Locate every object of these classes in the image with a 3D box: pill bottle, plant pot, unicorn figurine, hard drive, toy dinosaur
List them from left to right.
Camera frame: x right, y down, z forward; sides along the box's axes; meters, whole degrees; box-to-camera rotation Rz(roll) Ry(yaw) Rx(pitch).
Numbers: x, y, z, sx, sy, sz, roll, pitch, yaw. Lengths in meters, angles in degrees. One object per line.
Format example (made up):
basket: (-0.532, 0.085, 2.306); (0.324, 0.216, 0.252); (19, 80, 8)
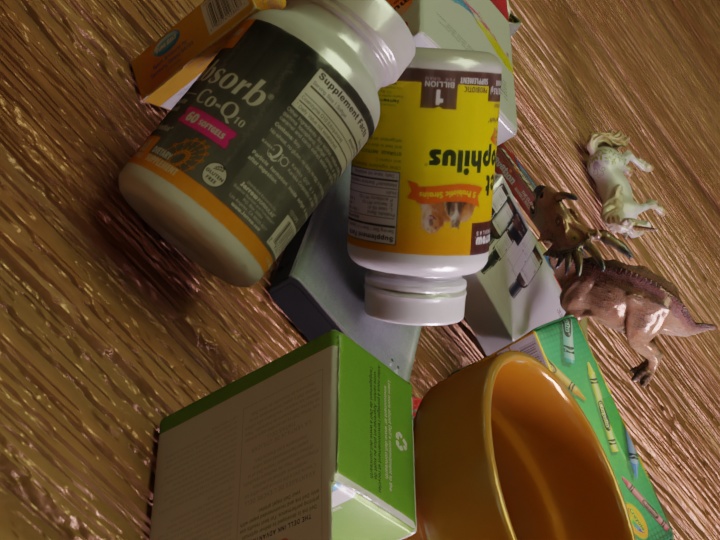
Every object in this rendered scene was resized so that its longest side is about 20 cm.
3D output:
pill bottle: (-0.058, -0.098, 0.844); (0.116, 0.116, 0.200); (44, 76, -29)
hard drive: (0.000, 0.000, 1.037); (0.140, 0.033, 0.201); (49, 31, -22)
pill bottle: (0.046, -0.065, 0.956); (0.109, 0.109, 0.202); (-14, 109, -61)
plant pot: (0.053, 0.176, 0.804); (0.200, 0.182, 0.201); (43, 33, -38)
toy dinosaur: (0.225, 0.018, 1.101); (0.199, 0.136, 0.086); (19, 44, 0)
unicorn figurine: (0.341, -0.096, 1.647); (0.137, 0.074, 0.201); (6, 46, -46)

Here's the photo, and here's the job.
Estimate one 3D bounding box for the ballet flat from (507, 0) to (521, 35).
ballet flat: (0.124, -0.361, 1.520); (0.200, 0.063, 0.067); (53, 30, -15)

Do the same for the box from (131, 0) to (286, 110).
box: (-0.063, -0.152, 0.976); (0.199, 0.119, 0.042); (12, 52, -55)

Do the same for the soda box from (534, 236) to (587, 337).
soda box: (0.141, -0.003, 1.235); (0.200, 0.064, 0.068); (46, 32, -28)

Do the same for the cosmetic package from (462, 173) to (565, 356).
cosmetic package: (0.131, 0.015, 1.145); (0.083, 0.050, 0.201); (-50, 125, -26)

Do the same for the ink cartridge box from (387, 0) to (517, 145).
ink cartridge box: (0.043, -0.196, 1.159); (0.144, 0.145, 0.201); (40, 35, -34)

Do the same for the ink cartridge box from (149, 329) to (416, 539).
ink cartridge box: (-0.046, 0.156, 0.708); (0.076, 0.147, 0.201); (37, 38, -37)

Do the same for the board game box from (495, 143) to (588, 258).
board game box: (0.192, -0.061, 1.349); (0.201, 0.019, 0.103); (57, 15, 21)

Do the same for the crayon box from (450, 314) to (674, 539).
crayon box: (0.166, 0.154, 1.071); (0.058, 0.119, 0.201); (-15, 77, -39)

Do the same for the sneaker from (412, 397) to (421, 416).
sneaker: (0.091, 0.159, 1.000); (0.200, 0.077, 0.085); (38, 36, -36)
